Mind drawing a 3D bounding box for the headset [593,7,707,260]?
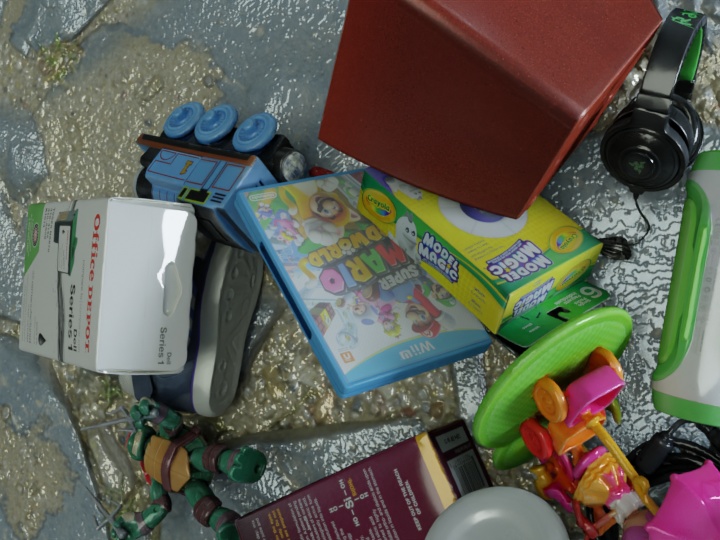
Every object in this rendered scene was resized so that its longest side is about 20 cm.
[{"bbox_3d":[0.218,-0.104,0.718,0.093,0.123,0.203,18,114,23],"label":"headset"}]

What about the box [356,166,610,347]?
[{"bbox_3d":[0.102,-0.029,0.737,0.200,0.116,0.049,44,142,29],"label":"box"}]

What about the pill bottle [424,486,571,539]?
[{"bbox_3d":[0.126,0.263,0.690,0.111,0.201,0.113,-17,40,15],"label":"pill bottle"}]

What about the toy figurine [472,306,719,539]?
[{"bbox_3d":[0.189,0.160,0.663,0.149,0.201,0.185,-23,56,-21],"label":"toy figurine"}]

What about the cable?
[{"bbox_3d":[0.272,0.228,0.710,0.200,0.051,0.163,48,109,16],"label":"cable"}]

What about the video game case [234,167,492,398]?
[{"bbox_3d":[0.000,0.000,0.740,0.201,0.142,0.018,59,145,28],"label":"video game case"}]

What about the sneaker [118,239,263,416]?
[{"bbox_3d":[-0.183,0.036,0.895,0.145,0.080,0.203,10,91,24],"label":"sneaker"}]

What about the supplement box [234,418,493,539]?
[{"bbox_3d":[0.007,0.211,0.791,0.198,0.110,0.087,-29,77,19],"label":"supplement box"}]

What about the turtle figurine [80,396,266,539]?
[{"bbox_3d":[-0.181,0.185,0.860,0.198,0.100,0.152,13,111,34],"label":"turtle figurine"}]

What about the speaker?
[{"bbox_3d":[0.280,0.014,0.700,0.087,0.088,0.203,10,92,22],"label":"speaker"}]

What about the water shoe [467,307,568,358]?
[{"bbox_3d":[0.111,0.005,0.774,0.200,0.079,0.072,45,103,18],"label":"water shoe"}]

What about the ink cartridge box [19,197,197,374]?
[{"bbox_3d":[-0.234,0.011,0.825,0.199,0.083,0.149,1,88,52],"label":"ink cartridge box"}]

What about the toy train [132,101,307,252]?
[{"bbox_3d":[-0.138,-0.090,0.846,0.198,0.087,0.115,16,64,41],"label":"toy train"}]

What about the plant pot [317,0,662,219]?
[{"bbox_3d":[0.105,-0.162,0.698,0.176,0.201,0.200,38,62,9],"label":"plant pot"}]

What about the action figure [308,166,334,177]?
[{"bbox_3d":[0.014,-0.003,0.831,0.065,0.098,0.201,-47,50,17],"label":"action figure"}]
